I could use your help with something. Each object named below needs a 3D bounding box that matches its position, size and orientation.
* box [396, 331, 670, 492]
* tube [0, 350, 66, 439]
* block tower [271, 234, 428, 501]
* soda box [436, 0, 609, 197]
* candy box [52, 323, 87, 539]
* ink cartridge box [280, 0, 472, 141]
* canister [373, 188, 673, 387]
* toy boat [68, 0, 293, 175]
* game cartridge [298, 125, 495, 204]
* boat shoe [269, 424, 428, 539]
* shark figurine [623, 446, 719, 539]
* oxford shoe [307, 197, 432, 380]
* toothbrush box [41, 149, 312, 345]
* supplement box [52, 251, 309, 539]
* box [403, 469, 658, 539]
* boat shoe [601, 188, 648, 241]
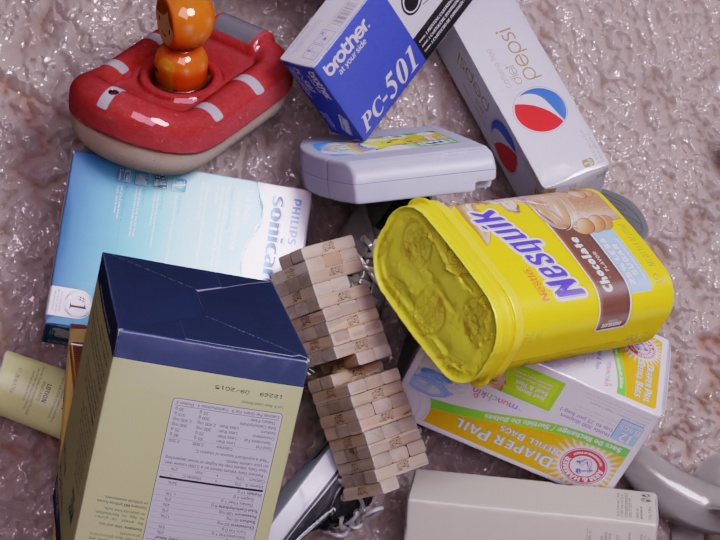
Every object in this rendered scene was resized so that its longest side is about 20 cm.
[{"bbox_3d":[0.138,0.086,1.634,0.200,0.113,0.101,23,37,-4],"label":"box"},{"bbox_3d":[-0.201,0.121,1.619,0.200,0.052,0.058,22,116,-10],"label":"tube"},{"bbox_3d":[-0.008,0.077,1.583,0.058,0.054,0.200,-16,87,-36],"label":"block tower"},{"bbox_3d":[0.134,-0.141,1.694,0.064,0.068,0.200,-21,66,-14],"label":"soda box"},{"bbox_3d":[-0.179,0.146,1.570,0.117,0.056,0.200,4,103,-9],"label":"candy box"},{"bbox_3d":[0.026,-0.212,1.644,0.200,0.044,0.094,-54,134,-17],"label":"ink cartridge box"},{"bbox_3d":[0.130,0.006,1.560,0.200,0.087,0.149,-8,49,-39],"label":"canister"},{"bbox_3d":[-0.145,-0.168,1.609,0.130,0.131,0.200,25,43,24],"label":"toy boat"},{"bbox_3d":[0.020,-0.087,1.623,0.133,0.200,0.041,-11,102,-11],"label":"game cartridge"},{"bbox_3d":[-0.017,0.179,1.626,0.068,0.074,0.199,44,59,-4],"label":"boat shoe"},{"bbox_3d":[0.332,0.188,1.678,0.214,0.090,0.128,-9,81,-10],"label":"shark figurine"},{"bbox_3d":[0.000,0.000,1.674,0.075,0.058,0.200,31,77,-5],"label":"oxford shoe"},{"bbox_3d":[-0.149,-0.003,1.632,0.200,0.085,0.147,8,77,-8],"label":"toothbrush box"},{"bbox_3d":[-0.134,0.117,1.434,0.134,0.200,0.200,10,103,-13],"label":"supplement box"},{"bbox_3d":[0.136,0.215,1.609,0.200,0.068,0.082,7,108,6],"label":"box"},{"bbox_3d":[0.146,-0.021,1.707,0.202,0.065,0.074,-12,61,-18],"label":"boat shoe"}]
